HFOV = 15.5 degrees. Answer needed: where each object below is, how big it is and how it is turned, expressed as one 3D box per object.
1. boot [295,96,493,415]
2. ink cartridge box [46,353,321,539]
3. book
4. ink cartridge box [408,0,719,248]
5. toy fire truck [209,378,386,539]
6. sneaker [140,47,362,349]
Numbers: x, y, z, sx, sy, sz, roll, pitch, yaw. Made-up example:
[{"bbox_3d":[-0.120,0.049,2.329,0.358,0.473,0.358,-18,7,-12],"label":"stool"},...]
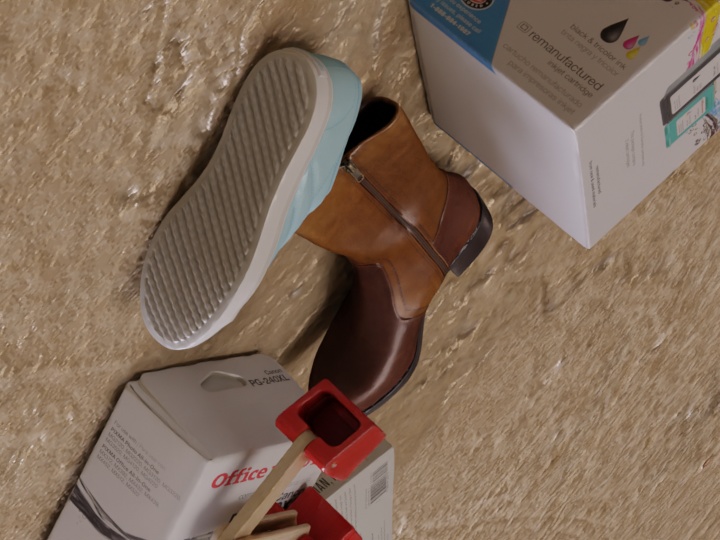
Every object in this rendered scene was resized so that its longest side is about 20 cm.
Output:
[{"bbox_3d":[0.000,0.000,1.701,0.188,0.068,0.200,-49,154,1],"label":"boot"},{"bbox_3d":[-0.119,0.162,1.720,0.145,0.083,0.200,-9,134,-53],"label":"ink cartridge box"},{"bbox_3d":[-0.055,0.217,1.947,0.200,0.048,0.134,-36,150,-27],"label":"book"},{"bbox_3d":[0.156,-0.152,1.643,0.200,0.147,0.146,-42,153,-15],"label":"ink cartridge box"},{"bbox_3d":[-0.059,0.172,1.674,0.200,0.049,0.141,-45,154,-6],"label":"toy fire truck"},{"bbox_3d":[-0.055,-0.037,1.556,0.082,0.074,0.200,1,127,-54],"label":"sneaker"}]
